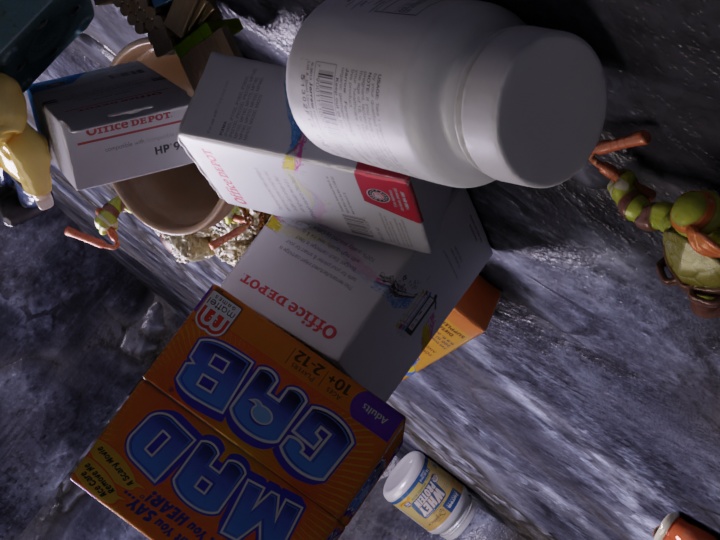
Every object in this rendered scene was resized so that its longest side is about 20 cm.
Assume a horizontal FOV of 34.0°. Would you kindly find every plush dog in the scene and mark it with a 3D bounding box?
[{"bbox_3d":[-0.144,-0.070,1.473,0.200,0.160,0.172,38,150,17],"label":"plush dog"}]

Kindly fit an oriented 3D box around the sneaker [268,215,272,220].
[{"bbox_3d":[-0.063,0.022,1.289,0.200,0.073,0.112,-85,-17,-55],"label":"sneaker"}]

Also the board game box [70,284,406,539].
[{"bbox_3d":[-0.097,0.167,1.046,0.200,0.200,0.200,34,169,9],"label":"board game box"}]

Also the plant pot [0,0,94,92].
[{"bbox_3d":[-0.354,-0.269,1.057,0.200,0.196,0.196,41,168,0],"label":"plant pot"}]

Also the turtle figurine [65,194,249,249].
[{"bbox_3d":[-0.231,-0.083,1.328,0.161,0.200,0.065,-115,22,-60],"label":"turtle figurine"}]

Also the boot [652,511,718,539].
[{"bbox_3d":[0.464,0.404,1.671,0.107,0.075,0.200,34,160,26],"label":"boot"}]

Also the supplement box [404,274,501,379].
[{"bbox_3d":[0.063,0.066,1.299,0.067,0.069,0.200,38,140,-13],"label":"supplement box"}]

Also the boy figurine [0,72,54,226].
[{"bbox_3d":[-0.322,-0.109,1.076,0.124,0.064,0.200,51,162,10],"label":"boy figurine"}]

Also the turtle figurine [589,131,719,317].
[{"bbox_3d":[0.232,-0.002,0.742,0.200,0.064,0.161,28,167,42],"label":"turtle figurine"}]

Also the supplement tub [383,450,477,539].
[{"bbox_3d":[0.171,0.552,2.879,0.200,0.145,0.145,38,168,-9],"label":"supplement tub"}]

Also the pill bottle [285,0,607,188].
[{"bbox_3d":[0.051,-0.113,0.737,0.200,0.114,0.114,22,161,51],"label":"pill bottle"}]

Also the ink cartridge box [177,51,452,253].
[{"bbox_3d":[-0.031,-0.097,0.982,0.200,0.086,0.148,16,163,16],"label":"ink cartridge box"}]

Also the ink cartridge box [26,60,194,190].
[{"bbox_3d":[-0.221,-0.130,1.063,0.200,0.116,0.067,-142,40,-58],"label":"ink cartridge box"}]

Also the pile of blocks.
[{"bbox_3d":[-0.160,-0.233,1.055,0.200,0.082,0.062,43,-147,13],"label":"pile of blocks"}]

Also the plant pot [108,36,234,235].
[{"bbox_3d":[-0.172,-0.142,1.210,0.201,0.201,0.093,29,-151,30],"label":"plant pot"}]

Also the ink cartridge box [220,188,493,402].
[{"bbox_3d":[0.000,0.000,1.105,0.147,0.200,0.145,30,167,28],"label":"ink cartridge box"}]
